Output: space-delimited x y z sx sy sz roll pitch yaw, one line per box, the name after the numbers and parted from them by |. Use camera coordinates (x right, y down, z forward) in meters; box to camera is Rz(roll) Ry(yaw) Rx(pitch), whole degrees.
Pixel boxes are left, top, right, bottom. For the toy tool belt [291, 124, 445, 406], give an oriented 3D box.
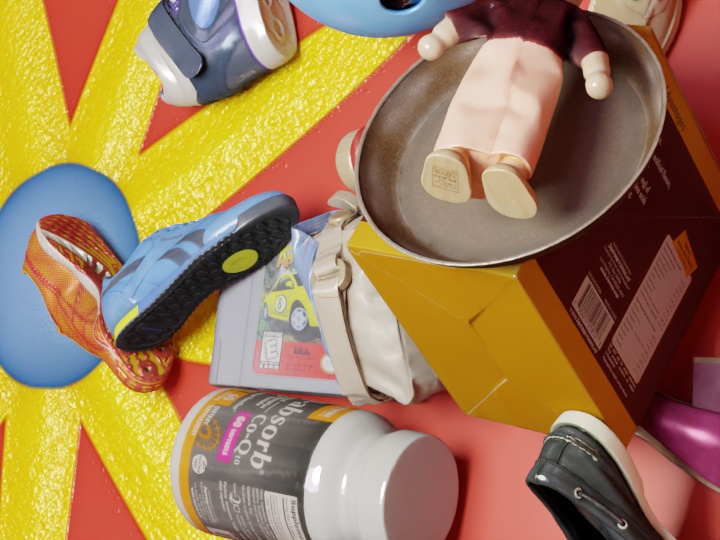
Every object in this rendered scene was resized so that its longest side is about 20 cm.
0.000 0.000 1.523 0.123 0.125 0.200 -9 98 53 | toy tool belt

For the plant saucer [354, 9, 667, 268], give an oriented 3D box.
0.093 -0.076 1.286 0.200 0.032 0.200 -14 49 17 | plant saucer

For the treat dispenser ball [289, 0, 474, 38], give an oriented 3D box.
0.016 -0.272 1.557 0.201 0.201 0.201 -8 77 36 | treat dispenser ball

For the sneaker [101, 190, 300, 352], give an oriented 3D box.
-0.134 -0.017 1.667 0.200 0.066 0.079 -37 57 27 | sneaker

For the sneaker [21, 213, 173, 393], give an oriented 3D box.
-0.217 0.037 1.772 0.200 0.073 0.077 52 134 36 | sneaker

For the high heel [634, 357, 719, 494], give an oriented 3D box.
0.174 0.111 1.447 0.200 0.067 0.096 -6 67 33 | high heel

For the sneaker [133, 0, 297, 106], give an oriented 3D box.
-0.139 -0.234 1.742 0.146 0.081 0.200 -21 75 28 | sneaker

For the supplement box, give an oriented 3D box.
0.127 -0.027 1.389 0.133 0.197 0.200 11 59 38 | supplement box

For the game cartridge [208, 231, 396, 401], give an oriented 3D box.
-0.032 0.031 1.643 0.200 0.041 0.133 1 78 37 | game cartridge

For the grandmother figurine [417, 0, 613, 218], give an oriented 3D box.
0.095 -0.127 1.271 0.121 0.061 0.200 20 58 8 | grandmother figurine

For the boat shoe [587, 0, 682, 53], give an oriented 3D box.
0.194 -0.216 1.494 0.072 0.065 0.200 31 105 36 | boat shoe

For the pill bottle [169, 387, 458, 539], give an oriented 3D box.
-0.034 0.154 1.569 0.200 0.116 0.117 6 85 37 | pill bottle

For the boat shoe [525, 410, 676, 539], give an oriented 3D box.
0.168 0.187 1.374 0.074 0.200 0.066 2 39 49 | boat shoe
